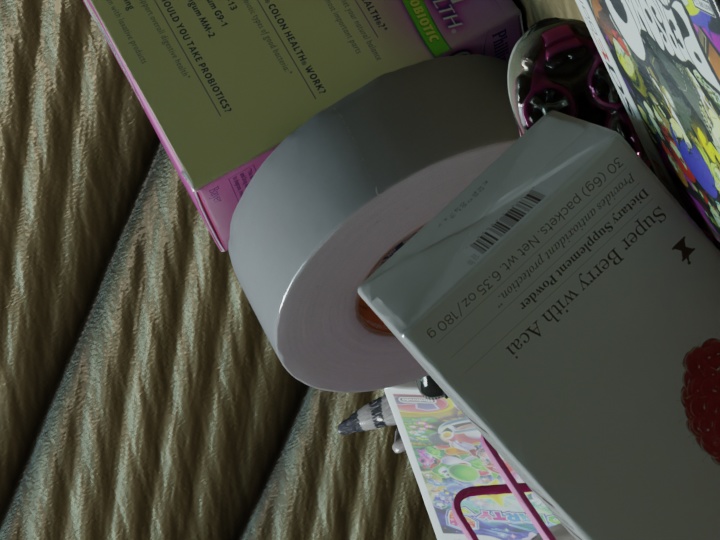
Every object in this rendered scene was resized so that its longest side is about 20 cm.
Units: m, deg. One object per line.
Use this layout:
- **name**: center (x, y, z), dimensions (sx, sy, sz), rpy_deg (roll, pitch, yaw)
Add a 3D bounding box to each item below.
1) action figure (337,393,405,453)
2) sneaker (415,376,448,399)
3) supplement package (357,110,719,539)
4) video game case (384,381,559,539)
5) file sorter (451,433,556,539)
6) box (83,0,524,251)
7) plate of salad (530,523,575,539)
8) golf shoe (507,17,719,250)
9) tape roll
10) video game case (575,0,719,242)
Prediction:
- **action figure**: center (0.092, 0.100, 1.601), dimensions (0.105, 0.193, 0.201), rpy_deg (-41, -59, -50)
- **sneaker**: center (0.000, 0.000, 1.429), dimensions (0.200, 0.082, 0.071), rpy_deg (57, 169, 20)
- **supplement package**: center (0.114, 0.049, 0.998), dimensions (0.200, 0.121, 0.120), rpy_deg (47, 179, -12)
- **video game case**: center (0.104, 0.133, 1.577), dimensions (0.200, 0.142, 0.018), rpy_deg (71, -153, -49)
- **file sorter**: center (0.118, 0.153, 1.237), dimensions (0.139, 0.125, 0.201), rpy_deg (57, 137, 45)
- **box**: center (-0.037, -0.143, 1.311), dimensions (0.176, 0.199, 0.097), rpy_deg (59, 176, 21)
- **plate of salad**: center (0.179, 0.242, 1.505), dimensions (0.048, 0.199, 0.201), rpy_deg (-57, 50, 35)
- **golf shoe**: center (0.122, -0.022, 1.097), dimensions (0.092, 0.072, 0.201), rpy_deg (-105, -3, -81)
- **tape roll**: center (0.030, -0.023, 1.285), dimensions (0.066, 0.200, 0.201), rpy_deg (59, 175, 32)
- **video game case**: center (0.127, -0.076, 0.860), dimensions (0.182, 0.036, 0.200), rpy_deg (61, 176, -24)
